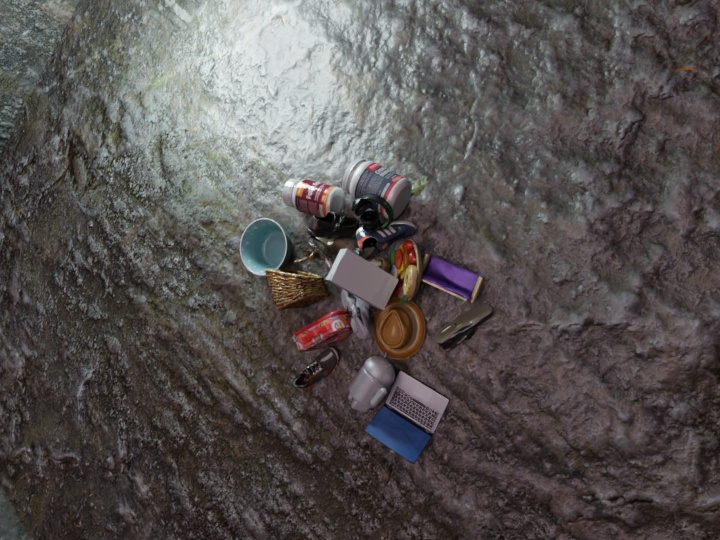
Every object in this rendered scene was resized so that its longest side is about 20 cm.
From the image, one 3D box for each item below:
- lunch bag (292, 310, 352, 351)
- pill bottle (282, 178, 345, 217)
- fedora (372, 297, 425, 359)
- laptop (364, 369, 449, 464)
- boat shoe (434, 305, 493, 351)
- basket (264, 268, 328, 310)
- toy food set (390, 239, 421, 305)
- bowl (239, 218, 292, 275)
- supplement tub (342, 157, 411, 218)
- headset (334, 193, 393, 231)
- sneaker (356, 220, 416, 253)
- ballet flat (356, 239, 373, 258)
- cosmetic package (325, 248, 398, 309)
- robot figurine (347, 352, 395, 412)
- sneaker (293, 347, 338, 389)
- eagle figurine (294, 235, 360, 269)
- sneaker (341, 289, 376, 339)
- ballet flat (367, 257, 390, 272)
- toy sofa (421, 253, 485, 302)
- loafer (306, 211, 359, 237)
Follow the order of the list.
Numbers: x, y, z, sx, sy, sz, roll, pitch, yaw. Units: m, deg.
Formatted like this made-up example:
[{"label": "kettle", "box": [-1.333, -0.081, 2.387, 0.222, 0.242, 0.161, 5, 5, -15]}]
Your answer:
[{"label": "lunch bag", "box": [-0.122, 0.204, 1.738, 0.198, 0.176, 0.083, -29, 77, 19]}, {"label": "pill bottle", "box": [-0.163, -0.251, 1.809, 0.198, 0.114, 0.116, 17, 95, 23]}, {"label": "fedora", "box": [0.114, 0.187, 1.685, 0.198, 0.082, 0.204, -1, 87, 23]}, {"label": "laptop", "box": [0.147, 0.455, 1.642, 0.186, 0.116, 0.202, 27, 99, 22]}, {"label": "boat shoe", "box": [0.326, 0.177, 1.613, 0.199, 0.072, 0.068, -35, 111, 12]}, {"label": "basket", "box": [-0.206, 0.039, 1.769, 0.141, 0.199, 0.151, -25, 78, 22]}, {"label": "toy food set", "box": [0.140, 0.004, 1.639, 0.048, 0.198, 0.203, 3, 70, -15]}, {"label": "bowl", "box": [-0.322, -0.080, 1.877, 0.198, 0.105, 0.204, -2, 86, 25]}, {"label": "supplement tub", "box": [0.054, -0.268, 1.699, 0.199, 0.140, 0.142, 31, 100, 21]}, {"label": "headset", "box": [0.009, -0.170, 1.642, 0.198, 0.094, 0.124, -3, 130, 41]}, {"label": "sneaker", "box": [0.085, -0.101, 1.687, 0.197, 0.075, 0.085, -10, 53, 7]}, {"label": "ballet flat", "box": [-0.006, -0.063, 1.758, 0.069, 0.069, 0.201, 39, 103, 20]}, {"label": "cosmetic package", "box": [0.005, 0.028, 1.621, 0.199, 0.081, 0.114, 31, 83, -13]}, {"label": "robot figurine", "box": [0.038, 0.362, 1.692, 0.201, 0.112, 0.170, -57, 33, 16]}, {"label": "sneaker", "box": [-0.155, 0.346, 1.798, 0.200, 0.082, 0.077, -47, 72, 15]}, {"label": "eagle figurine", "box": [-0.108, -0.069, 1.738, 0.151, 0.199, 0.152, 43, 62, -13]}, {"label": "sneaker", "box": [0.017, 0.128, 1.696, 0.076, 0.113, 0.201, 101, 152, -45]}, {"label": "ballet flat", "box": [0.000, 0.000, 1.706, 0.198, 0.065, 0.071, -22, 72, 6]}, {"label": "toy sofa", "box": [0.276, 0.022, 1.613, 0.198, 0.097, 0.084, 25, 98, 23]}, {"label": "loafer", "box": [-0.083, -0.156, 1.728, 0.073, 0.198, 0.072, 38, 127, 39]}]
